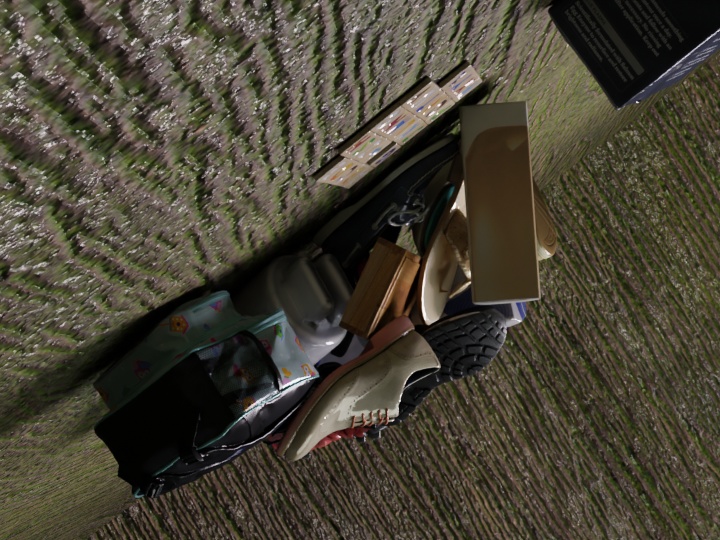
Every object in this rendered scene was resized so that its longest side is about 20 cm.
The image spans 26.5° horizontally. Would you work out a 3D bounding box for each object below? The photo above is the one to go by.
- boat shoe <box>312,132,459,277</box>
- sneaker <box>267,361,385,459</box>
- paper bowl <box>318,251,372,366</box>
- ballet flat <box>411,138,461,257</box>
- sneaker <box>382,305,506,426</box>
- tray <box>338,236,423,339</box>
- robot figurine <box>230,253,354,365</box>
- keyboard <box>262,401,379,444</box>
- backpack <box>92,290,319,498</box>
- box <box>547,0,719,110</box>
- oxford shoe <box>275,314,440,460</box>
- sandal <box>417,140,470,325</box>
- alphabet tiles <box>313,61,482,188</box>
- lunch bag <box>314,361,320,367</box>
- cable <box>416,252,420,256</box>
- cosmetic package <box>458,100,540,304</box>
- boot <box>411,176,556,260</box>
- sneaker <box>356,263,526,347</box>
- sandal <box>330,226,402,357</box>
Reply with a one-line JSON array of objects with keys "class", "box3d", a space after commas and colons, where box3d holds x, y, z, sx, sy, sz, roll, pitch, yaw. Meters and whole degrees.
[{"class": "boat shoe", "box3d": [0.035, -0.068, 1.620, 0.199, 0.062, 0.075, -39, 175, 19]}, {"class": "sneaker", "box3d": [-0.043, 0.160, 1.790, 0.199, 0.099, 0.071, -22, -173, 42]}, {"class": "paper bowl", "box3d": [-0.025, 0.068, 1.885, 0.200, 0.104, 0.202, -28, -136, 32]}, {"class": "ballet flat", "box3d": [0.095, -0.088, 1.718, 0.200, 0.069, 0.069, -50, -176, -37]}, {"class": "sneaker", "box3d": [0.072, 0.079, 1.639, 0.199, 0.076, 0.088, -35, -153, 30]}, {"class": "tray", "box3d": [0.030, 0.024, 1.624, 0.099, 0.037, 0.200, -65, 170, 1]}, {"class": "robot figurine", "box3d": [-0.092, 0.062, 1.626, 0.169, 0.114, 0.200, -6, 152, -49]}, {"class": "keyboard", "box3d": [-0.074, 0.161, 1.614, 0.198, 0.040, 0.104, 2, -178, 16]}, {"class": "backpack", "box3d": [-0.144, 0.111, 1.470, 0.199, 0.154, 0.176, -14, 158, -51]}, {"class": "box", "box3d": [0.305, -0.263, 1.398, 0.200, 0.118, 0.196, -39, 175, 30]}, {"class": "oxford shoe", "box3d": [0.000, 0.129, 1.525, 0.200, 0.074, 0.071, -41, 170, -22]}, {"class": "sandal", "box3d": [0.121, -0.036, 1.649, 0.077, 0.069, 0.214, 8, 97, -61]}, {"class": "alphabet tiles", "box3d": [0.036, -0.130, 1.372, 0.167, 0.008, 0.200, -38, 176, 8]}, {"class": "lunch bag", "box3d": [-0.157, 0.143, 1.805, 0.169, 0.124, 0.200, -35, 167, -27]}, {"class": "cable", "box3d": [0.028, -0.006, 1.796, 0.198, 0.051, 0.097, 6, -173, 10]}, {"class": "cosmetic package", "box3d": [0.144, -0.067, 1.576, 0.070, 0.203, 0.105, -4, 179, 6]}, {"class": "boot", "box3d": [0.137, -0.060, 1.781, 0.154, 0.201, 0.072, -29, 135, 13]}, {"class": "sneaker", "box3d": [0.104, 0.052, 1.758, 0.198, 0.081, 0.115, -16, 161, 27]}, {"class": "sandal", "box3d": [0.000, 0.000, 1.695, 0.075, 0.045, 0.201, 121, -6, -64]}]
